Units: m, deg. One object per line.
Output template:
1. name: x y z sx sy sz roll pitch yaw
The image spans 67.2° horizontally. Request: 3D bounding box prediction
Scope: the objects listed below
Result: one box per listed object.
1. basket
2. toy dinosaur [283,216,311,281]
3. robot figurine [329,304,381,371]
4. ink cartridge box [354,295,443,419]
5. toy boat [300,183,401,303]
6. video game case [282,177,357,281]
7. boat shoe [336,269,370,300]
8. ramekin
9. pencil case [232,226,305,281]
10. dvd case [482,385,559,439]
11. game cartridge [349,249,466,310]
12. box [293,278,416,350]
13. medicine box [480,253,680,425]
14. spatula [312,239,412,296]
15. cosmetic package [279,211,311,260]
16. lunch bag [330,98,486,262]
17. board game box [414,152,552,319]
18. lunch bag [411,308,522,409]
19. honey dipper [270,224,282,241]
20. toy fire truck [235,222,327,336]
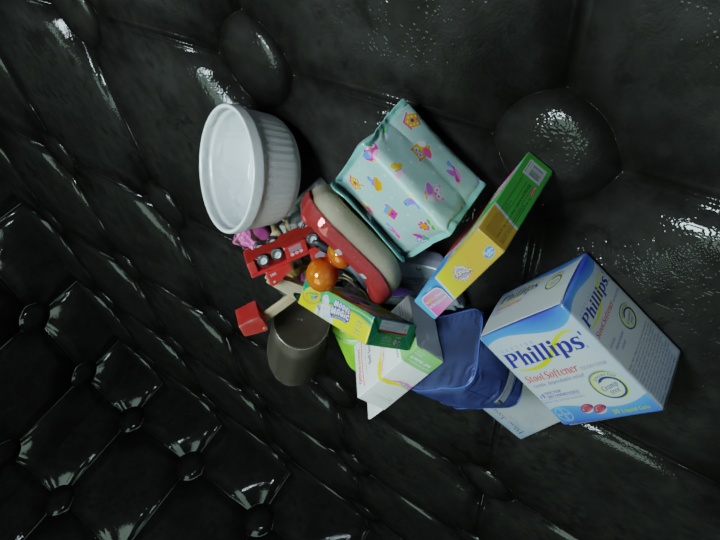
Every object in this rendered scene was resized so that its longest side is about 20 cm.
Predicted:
1. basket: -0.122 0.124 1.095 0.131 0.186 0.201 15 158 -3
2. toy dinosaur: -0.121 -0.020 0.992 0.105 0.061 0.203 35 147 16
3. robot figurine: 0.007 0.129 1.119 0.175 0.114 0.204 41 158 47
4. ink cartridge box: 0.049 0.157 0.953 0.066 0.119 0.200 27 123 -26
5. toy boat: -0.030 -0.021 0.820 0.199 0.131 0.131 43 -169 -21
6. video game case: -0.055 -0.064 1.041 0.201 0.022 0.180 49 148 -11
7. boat shoe: -0.039 0.039 1.027 0.199 0.072 0.060 38 174 36
8. ramekin: -0.182 -0.168 0.905 0.197 0.102 0.209 11 104 49
9. pencil case: -0.192 -0.026 1.172 0.090 0.094 0.200 -39 102 26
10. dvd case: 0.302 0.254 1.043 0.141 0.018 0.201 37 149 6
11. game cartridge: 0.077 0.012 0.945 0.195 0.041 0.134 4 147 38
12. box: -0.015 0.066 0.884 0.197 0.050 0.115 23 -176 43
13. medicine box: 0.306 0.107 0.775 0.199 0.104 0.182 43 149 -5
14. spatula: 0.000 0.000 0.911 0.197 0.021 0.056 33 151 -21
15. cosmetic package: -0.057 -0.068 0.969 0.196 0.051 0.084 0 130 48
16. lunch bag: 0.051 -0.111 0.774 0.170 0.123 0.199 44 156 -7
17. board game box: 0.156 -0.039 0.714 0.040 0.154 0.201 37 148 4
18. lunch bag: 0.182 0.162 0.929 0.130 0.140 0.198 27 157 -25
19. honey dipper: -0.162 -0.097 1.001 0.039 0.037 0.201 58 180 -28
20. toy fire truck: -0.134 0.013 0.926 0.049 0.194 0.144 -124 14 -52
